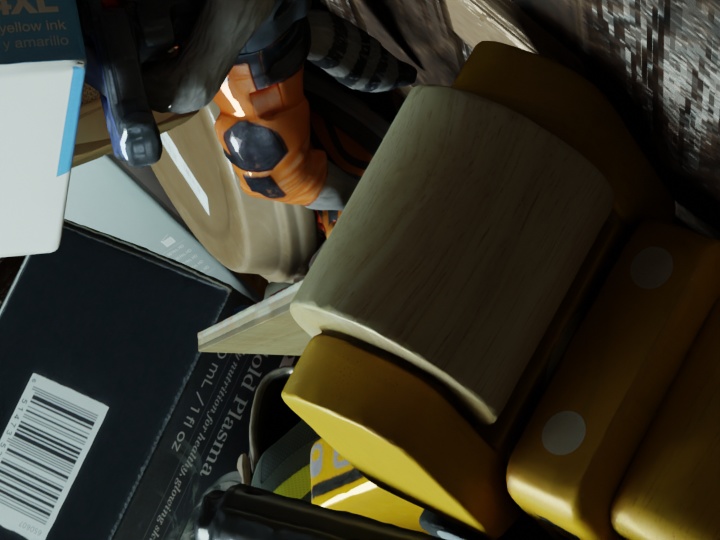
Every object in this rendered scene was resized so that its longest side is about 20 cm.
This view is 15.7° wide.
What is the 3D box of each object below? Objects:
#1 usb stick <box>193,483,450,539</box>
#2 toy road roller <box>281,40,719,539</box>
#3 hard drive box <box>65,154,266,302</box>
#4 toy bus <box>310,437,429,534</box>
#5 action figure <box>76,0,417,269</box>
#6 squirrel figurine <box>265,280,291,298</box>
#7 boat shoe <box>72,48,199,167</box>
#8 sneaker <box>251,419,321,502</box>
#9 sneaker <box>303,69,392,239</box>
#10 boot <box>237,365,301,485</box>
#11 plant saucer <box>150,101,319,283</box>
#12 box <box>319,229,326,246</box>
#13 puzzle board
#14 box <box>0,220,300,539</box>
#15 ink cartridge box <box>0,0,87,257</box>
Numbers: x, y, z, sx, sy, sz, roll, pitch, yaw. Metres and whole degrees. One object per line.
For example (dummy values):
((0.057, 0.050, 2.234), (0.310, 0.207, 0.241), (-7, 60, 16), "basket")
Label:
((0.044, 0.106, 0.812), (0.199, 0.033, 0.055), (14, 163, 18), "usb stick")
((0.083, 0.035, 0.802), (0.146, 0.123, 0.200), (22, 166, 34), "toy road roller")
((-0.134, -0.075, 1.358), (0.200, 0.077, 0.156), (43, -149, -28), "hard drive box")
((0.077, 0.076, 0.968), (0.199, 0.079, 0.065), (20, 151, -33), "toy bus")
((-0.052, -0.112, 0.913), (0.194, 0.104, 0.201), (63, -172, -61), "action figure")
((-0.007, 0.050, 1.577), (0.200, 0.142, 0.187), (45, -179, -6), "squirrel figurine")
((-0.154, -0.056, 0.976), (0.071, 0.199, 0.065), (-16, 96, 52), "boat shoe")
((-0.011, 0.111, 0.995), (0.084, 0.200, 0.075), (0, 131, 35), "sneaker")
((0.000, 0.000, 1.157), (0.200, 0.112, 0.078), (40, 175, 18), "sneaker")
((-0.015, 0.144, 1.094), (0.200, 0.070, 0.147), (-105, -1, -49), "boot")
((-0.076, -0.081, 1.107), (0.200, 0.029, 0.200), (57, 165, 25), "plant saucer")
((-0.015, -0.031, 1.259), (0.200, 0.075, 0.100), (44, 175, 0), "box")
((0.029, 0.019, 1.010), (0.150, 0.018, 0.200), (3, 173, -14), "puzzle board")
((-0.095, 0.112, 1.234), (0.124, 0.201, 0.196), (20, 171, 35), "box")
((-0.172, -0.117, 0.888), (0.129, 0.125, 0.201), (111, 151, -60), "ink cartridge box")
